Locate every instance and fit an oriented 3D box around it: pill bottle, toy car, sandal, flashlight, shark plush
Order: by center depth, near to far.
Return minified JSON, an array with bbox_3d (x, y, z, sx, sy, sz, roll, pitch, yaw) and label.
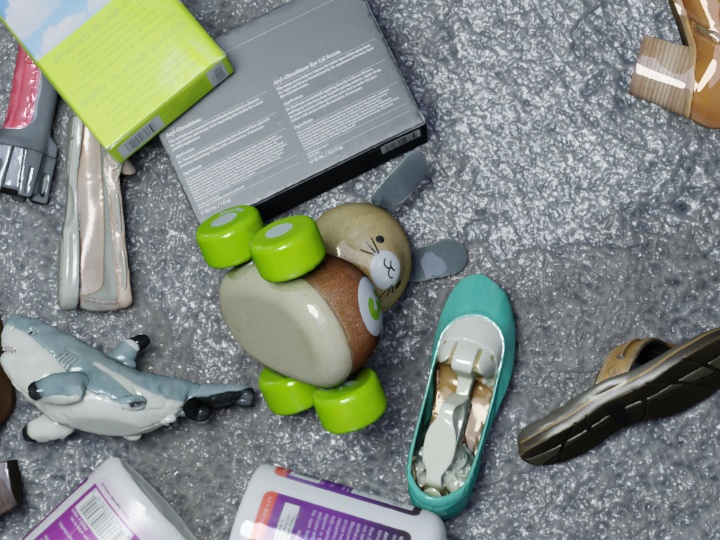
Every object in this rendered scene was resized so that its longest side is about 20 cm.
[{"bbox_3d":[0.001,0.228,1.583,0.198,0.111,0.112,16,82,7],"label":"pill bottle"},{"bbox_3d":[-0.227,0.250,1.597,0.200,0.112,0.112,-43,80,-3],"label":"pill bottle"},{"bbox_3d":[0.000,0.000,1.609,0.199,0.157,0.165,-34,115,-26],"label":"toy car"},{"bbox_3d":[0.209,0.089,1.618,0.199,0.082,0.055,-28,58,6],"label":"sandal"},{"bbox_3d":[-0.185,0.082,1.623,0.198,0.091,0.084,1,60,2],"label":"shark plush"},{"bbox_3d":[-0.278,-0.161,1.691,0.067,0.068,0.202,7,81,32],"label":"flashlight"}]

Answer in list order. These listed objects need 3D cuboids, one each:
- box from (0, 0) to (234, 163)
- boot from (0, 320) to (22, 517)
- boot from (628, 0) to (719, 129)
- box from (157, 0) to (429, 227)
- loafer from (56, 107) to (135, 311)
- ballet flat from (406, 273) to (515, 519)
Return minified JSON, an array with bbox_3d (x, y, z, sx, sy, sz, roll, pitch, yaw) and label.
[{"bbox_3d":[-0.208,-0.199,1.628,0.122,0.048,0.200,-39,76,-3],"label":"box"},{"bbox_3d":[-0.352,0.127,1.651,0.145,0.070,0.202,-11,74,9],"label":"boot"},{"bbox_3d":[0.314,-0.210,1.652,0.154,0.074,0.202,16,94,8],"label":"boot"},{"bbox_3d":[-0.063,-0.130,1.662,0.199,0.079,0.142,-25,82,1],"label":"box"},{"bbox_3d":[-0.211,-0.066,1.675,0.062,0.072,0.202,5,87,-12],"label":"loafer"},{"bbox_3d":[0.081,0.098,1.618,0.067,0.070,0.202,12,82,7],"label":"ballet flat"}]
